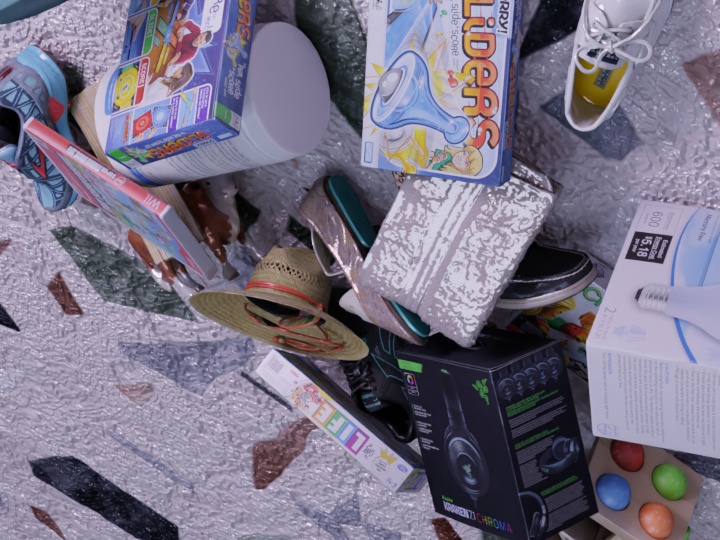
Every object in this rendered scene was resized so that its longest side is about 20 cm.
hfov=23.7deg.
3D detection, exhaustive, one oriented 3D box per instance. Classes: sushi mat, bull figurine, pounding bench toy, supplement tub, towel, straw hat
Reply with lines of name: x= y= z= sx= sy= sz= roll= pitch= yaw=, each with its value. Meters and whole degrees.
sushi mat: x=-0.234 y=-0.103 z=1.776 sx=0.096 sy=0.012 sz=0.201 roll=-27 pitch=93 yaw=47
bull figurine: x=-0.169 y=-0.043 z=1.810 sx=0.200 sy=0.065 sz=0.122 roll=-24 pitch=99 yaw=47
pounding bench toy: x=0.298 y=0.277 z=1.828 sx=0.200 sy=0.124 sz=0.156 roll=34 pitch=138 yaw=-5
supplement tub: x=-0.144 y=-0.156 z=1.641 sx=0.199 sy=0.132 sz=0.132 roll=-7 pitch=127 yaw=35
towel: x=0.090 y=-0.033 z=1.586 sx=0.132 sy=0.034 sz=0.200 roll=31 pitch=120 yaw=8
straw hat: x=-0.072 y=0.020 z=1.767 sx=0.200 sy=0.085 sz=0.201 roll=15 pitch=165 yaw=4

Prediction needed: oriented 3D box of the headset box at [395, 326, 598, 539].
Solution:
headset box: x=0.135 y=0.154 z=1.735 sx=0.174 sy=0.093 sz=0.201 roll=10 pitch=117 yaw=58

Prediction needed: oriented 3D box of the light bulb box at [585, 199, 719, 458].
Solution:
light bulb box: x=0.326 y=0.056 z=1.537 sx=0.199 sy=0.199 sz=0.125 roll=9 pitch=137 yaw=21

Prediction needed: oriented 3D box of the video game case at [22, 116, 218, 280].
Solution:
video game case: x=-0.240 y=-0.072 z=1.720 sx=0.200 sy=0.017 sz=0.143 roll=32 pitch=166 yaw=27

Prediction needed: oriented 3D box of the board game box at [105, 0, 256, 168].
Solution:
board game box: x=-0.158 y=-0.201 z=1.546 sx=0.135 sy=0.201 sz=0.034 roll=-13 pitch=150 yaw=36

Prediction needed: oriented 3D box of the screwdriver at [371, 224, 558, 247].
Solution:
screwdriver: x=0.099 y=-0.031 z=1.710 sx=0.199 sy=0.028 sz=0.029 roll=2 pitch=161 yaw=26

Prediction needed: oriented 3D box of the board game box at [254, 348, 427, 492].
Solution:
board game box: x=-0.014 y=0.164 z=1.859 sx=0.200 sy=0.034 sz=0.134 roll=40 pitch=-177 yaw=15

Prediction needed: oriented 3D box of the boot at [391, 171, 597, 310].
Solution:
boot: x=0.119 y=-0.045 z=1.630 sx=0.199 sy=0.073 sz=0.151 roll=5 pitch=123 yaw=37

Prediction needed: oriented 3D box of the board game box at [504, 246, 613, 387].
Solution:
board game box: x=0.259 y=0.073 z=1.714 sx=0.200 sy=0.035 sz=0.126 roll=35 pitch=138 yaw=-6

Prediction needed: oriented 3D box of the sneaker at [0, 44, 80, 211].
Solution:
sneaker: x=-0.354 y=-0.137 z=1.795 sx=0.079 sy=0.095 sz=0.201 roll=30 pitch=141 yaw=34

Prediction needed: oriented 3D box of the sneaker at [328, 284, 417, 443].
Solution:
sneaker: x=0.015 y=0.100 z=1.847 sx=0.075 sy=0.079 sz=0.200 roll=-24 pitch=116 yaw=43

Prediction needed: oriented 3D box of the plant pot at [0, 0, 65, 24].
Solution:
plant pot: x=-0.280 y=-0.300 z=1.501 sx=0.141 sy=0.200 sz=0.142 roll=-16 pitch=107 yaw=39

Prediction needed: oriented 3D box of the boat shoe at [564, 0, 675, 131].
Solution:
boat shoe: x=0.209 y=-0.194 z=1.438 sx=0.074 sy=0.086 sz=0.202 roll=25 pitch=139 yaw=5

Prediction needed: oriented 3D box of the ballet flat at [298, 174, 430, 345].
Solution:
ballet flat: x=0.000 y=0.000 z=1.714 sx=0.067 sy=0.068 sz=0.201 roll=-37 pitch=73 yaw=27

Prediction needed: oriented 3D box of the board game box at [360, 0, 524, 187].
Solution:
board game box: x=0.072 y=-0.182 z=1.505 sx=0.135 sy=0.034 sz=0.201 roll=9 pitch=109 yaw=21
